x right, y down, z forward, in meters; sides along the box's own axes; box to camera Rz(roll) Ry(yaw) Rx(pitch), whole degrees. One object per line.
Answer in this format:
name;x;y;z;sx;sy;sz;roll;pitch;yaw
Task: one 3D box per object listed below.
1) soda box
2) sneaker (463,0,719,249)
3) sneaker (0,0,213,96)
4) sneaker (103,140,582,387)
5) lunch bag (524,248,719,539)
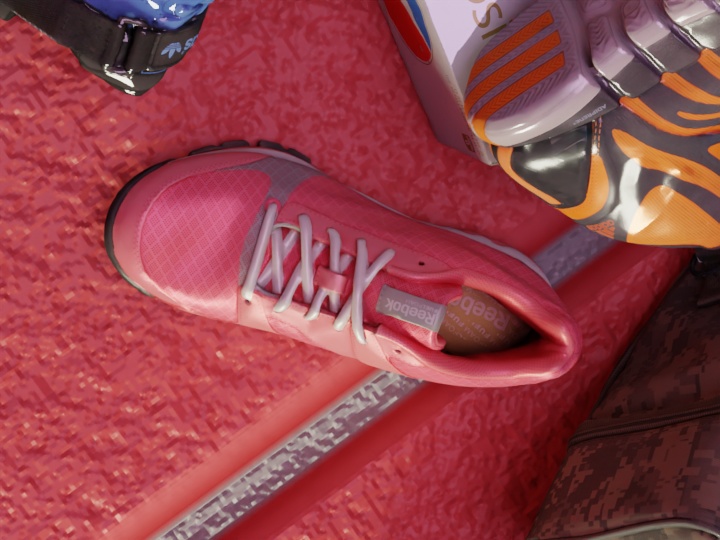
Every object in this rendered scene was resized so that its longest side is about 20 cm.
soda box;0.029;-0.146;0.761;0.063;0.068;0.201;-26;107;-10
sneaker;0.144;-0.082;0.720;0.199;0.078;0.112;-30;129;25
sneaker;-0.049;-0.114;0.706;0.199;0.077;0.112;14;119;10
sneaker;0.000;0.000;0.772;0.199;0.087;0.074;14;96;-19
lunch bag;0.189;0.101;0.825;0.200;0.139;0.168;42;59;-19
